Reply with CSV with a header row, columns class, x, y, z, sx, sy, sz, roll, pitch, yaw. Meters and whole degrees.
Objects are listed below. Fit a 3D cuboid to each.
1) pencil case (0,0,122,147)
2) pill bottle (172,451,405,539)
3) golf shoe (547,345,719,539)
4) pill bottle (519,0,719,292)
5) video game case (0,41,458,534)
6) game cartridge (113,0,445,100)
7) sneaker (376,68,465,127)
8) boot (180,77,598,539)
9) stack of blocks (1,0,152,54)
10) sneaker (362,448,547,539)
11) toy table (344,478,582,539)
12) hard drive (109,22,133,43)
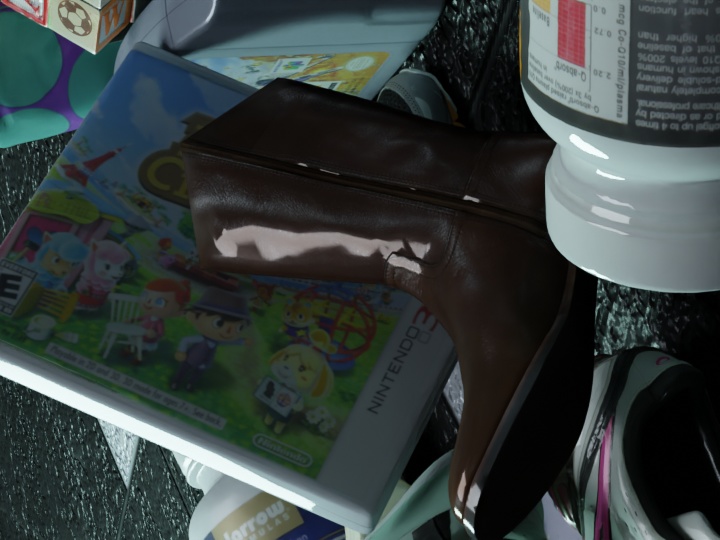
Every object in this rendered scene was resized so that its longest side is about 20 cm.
class,x,y,z,sx,sy,sz,roll,pitch,yaw
pencil case,-0.133,-0.126,1.273,0.085,0.199,0.093,51,151,46
pill bottle,-0.022,0.151,1.271,0.200,0.119,0.120,60,155,20
golf shoe,0.127,0.131,0.976,0.092,0.072,0.201,-14,91,67
pill bottle,0.110,-0.102,0.806,0.116,0.116,0.201,45,143,52
video game case,-0.050,0.001,1.042,0.199,0.182,0.022,22,146,9
game cartridge,-0.050,-0.103,1.175,0.200,0.133,0.042,135,124,-66
sneaker,0.000,0.000,1.141,0.078,0.077,0.201,-175,98,-69
boot,0.001,0.009,0.979,0.199,0.187,0.064,12,149,23
stack of blocks,-0.118,-0.206,1.189,0.115,0.200,0.059,29,140,14
sneaker,0.002,0.164,0.973,0.074,0.201,0.118,37,-173,-9
toy table,0.054,0.164,1.119,0.200,0.117,0.185,-161,58,-66
hard drive,-0.114,-0.207,1.254,0.200,0.139,0.033,60,153,34
